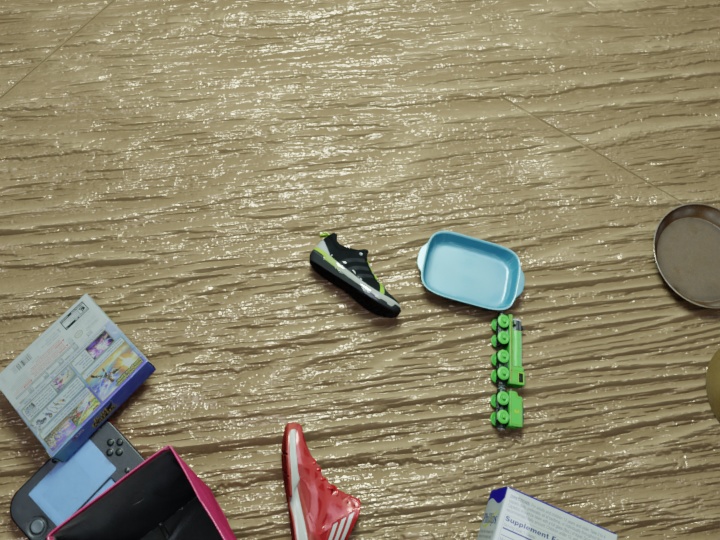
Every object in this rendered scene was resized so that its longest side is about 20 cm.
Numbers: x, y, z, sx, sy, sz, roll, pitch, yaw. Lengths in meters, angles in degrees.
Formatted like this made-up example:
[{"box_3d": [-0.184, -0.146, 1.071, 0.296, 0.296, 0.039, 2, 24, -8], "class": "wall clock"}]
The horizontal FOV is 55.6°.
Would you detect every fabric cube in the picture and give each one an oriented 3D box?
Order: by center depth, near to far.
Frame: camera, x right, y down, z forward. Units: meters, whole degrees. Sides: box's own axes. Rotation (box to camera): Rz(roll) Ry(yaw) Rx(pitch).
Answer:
[{"box_3d": [-0.272, 0.410, 0.948, 0.194, 0.201, 0.200, -34, 59, -16], "class": "fabric cube"}]

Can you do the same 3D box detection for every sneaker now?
[{"box_3d": [-0.062, 0.340, 1.086, 0.112, 0.078, 0.207, -5, 83, -14], "class": "sneaker"}, {"box_3d": [0.000, 0.000, 1.198, 0.198, 0.072, 0.083, 35, 71, 9], "class": "sneaker"}]

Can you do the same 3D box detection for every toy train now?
[{"box_3d": [0.254, 0.172, 1.173, 0.055, 0.042, 0.206, 9, 70, -11], "class": "toy train"}]

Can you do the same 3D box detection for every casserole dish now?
[{"box_3d": [0.195, 0.005, 1.227, 0.194, 0.039, 0.124, 15, 70, 1], "class": "casserole dish"}]

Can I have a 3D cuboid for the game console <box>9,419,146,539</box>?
[{"box_3d": [-0.426, 0.357, 1.071, 0.176, 0.031, 0.200, 42, 74, 11], "class": "game console"}]

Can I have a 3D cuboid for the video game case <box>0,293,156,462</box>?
[{"box_3d": [-0.463, 0.170, 1.109, 0.180, 0.046, 0.200, 38, 73, 23], "class": "video game case"}]

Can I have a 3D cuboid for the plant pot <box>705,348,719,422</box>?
[{"box_3d": [0.705, 0.181, 1.113, 0.180, 0.201, 0.192, 1, 70, -4], "class": "plant pot"}]

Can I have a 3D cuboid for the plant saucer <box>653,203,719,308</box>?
[{"box_3d": [0.632, -0.025, 1.266, 0.194, 0.035, 0.206, 1, 71, -4], "class": "plant saucer"}]

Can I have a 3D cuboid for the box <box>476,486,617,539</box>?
[{"box_3d": [0.265, 0.463, 1.038, 0.180, 0.105, 0.204, 22, 72, 4], "class": "box"}]
